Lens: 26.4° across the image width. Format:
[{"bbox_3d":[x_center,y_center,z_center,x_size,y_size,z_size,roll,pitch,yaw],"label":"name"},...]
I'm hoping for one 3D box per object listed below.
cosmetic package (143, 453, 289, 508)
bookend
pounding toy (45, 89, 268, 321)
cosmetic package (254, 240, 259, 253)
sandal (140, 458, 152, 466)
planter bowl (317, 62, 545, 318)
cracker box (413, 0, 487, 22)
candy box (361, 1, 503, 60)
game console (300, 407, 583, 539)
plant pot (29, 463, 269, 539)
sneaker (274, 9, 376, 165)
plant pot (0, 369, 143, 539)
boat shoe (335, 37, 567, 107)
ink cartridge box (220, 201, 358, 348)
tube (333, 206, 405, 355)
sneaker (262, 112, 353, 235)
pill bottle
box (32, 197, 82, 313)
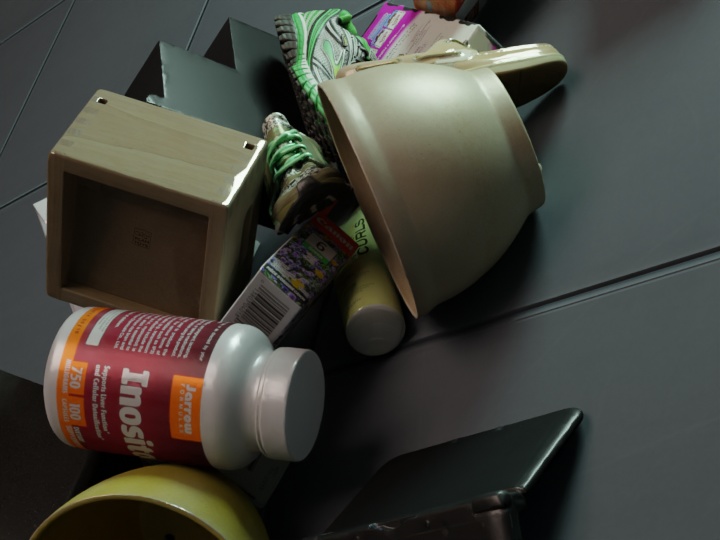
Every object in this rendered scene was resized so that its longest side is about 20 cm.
[{"bbox_3d":[-0.151,0.139,1.350,0.199,0.105,0.071,4,60,58],"label":"cosmetic package"},{"bbox_3d":[-0.141,-0.161,1.467,0.092,0.199,0.200,-50,36,34],"label":"bookend"},{"bbox_3d":[-0.184,-0.043,1.326,0.143,0.182,0.201,-64,-11,-48],"label":"pounding toy"},{"bbox_3d":[-0.212,-0.010,1.594,0.199,0.108,0.085,-13,44,47],"label":"cosmetic package"},{"bbox_3d":[-0.223,0.157,1.467,0.201,0.080,0.054,-58,14,-13],"label":"sandal"},{"bbox_3d":[0.064,-0.081,1.216,0.134,0.201,0.201,-24,31,-2],"label":"planter bowl"},{"bbox_3d":[0.125,-0.326,1.439,0.201,0.057,0.134,-55,-9,-4],"label":"cracker box"},{"bbox_3d":[0.046,-0.172,1.445,0.137,0.061,0.200,-55,28,-1],"label":"candy box"},{"bbox_3d":[0.064,0.200,1.061,0.199,0.116,0.178,-22,71,43],"label":"game console"},{"bbox_3d":[-0.145,0.230,1.187,0.200,0.200,0.142,-39,7,23],"label":"plant pot"},{"bbox_3d":[-0.023,-0.180,1.415,0.084,0.078,0.201,-16,49,0],"label":"sneaker"},{"bbox_3d":[-0.292,0.205,1.323,0.198,0.200,0.178,16,60,18],"label":"plant pot"},{"bbox_3d":[0.076,-0.168,1.312,0.198,0.072,0.066,-13,67,6],"label":"boat shoe"},{"bbox_3d":[-0.057,0.012,1.306,0.109,0.050,0.200,-51,-2,31],"label":"ink cartridge box"},{"bbox_3d":[0.000,0.000,1.343,0.057,0.052,0.201,-8,31,-2],"label":"tube"},{"bbox_3d":[-0.062,-0.089,1.307,0.077,0.089,0.200,-32,9,-1],"label":"sneaker"},{"bbox_3d":[-0.135,0.093,1.190,0.198,0.113,0.114,5,56,19],"label":"pill bottle"},{"bbox_3d":[-0.212,-0.021,1.454,0.155,0.041,0.201,-27,49,-4],"label":"box"}]
